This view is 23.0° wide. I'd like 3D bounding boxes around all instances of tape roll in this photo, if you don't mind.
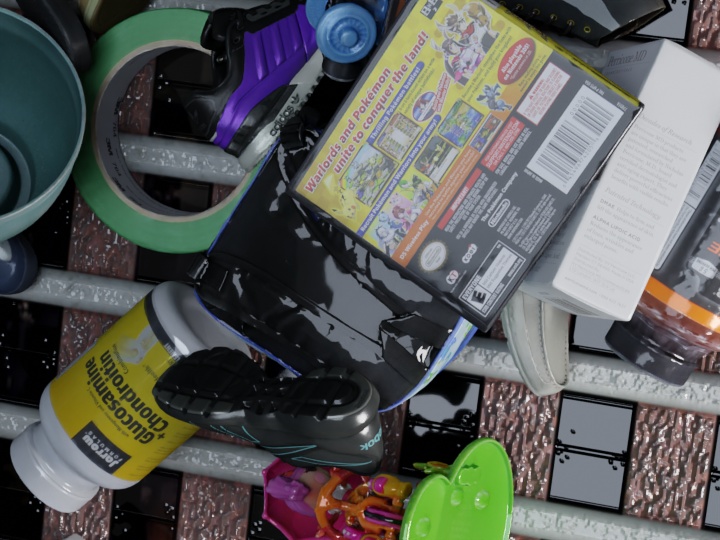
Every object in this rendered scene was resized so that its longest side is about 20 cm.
[{"bbox_3d":[-0.145,-0.116,1.462,0.200,0.048,0.201,2,96,15],"label":"tape roll"}]

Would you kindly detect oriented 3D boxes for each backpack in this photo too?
[{"bbox_3d":[0.000,0.000,1.381,0.200,0.147,0.183,38,106,12],"label":"backpack"}]

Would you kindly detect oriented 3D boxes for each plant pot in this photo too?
[{"bbox_3d":[-0.325,-0.098,1.434,0.200,0.134,0.200,4,65,-8],"label":"plant pot"}]

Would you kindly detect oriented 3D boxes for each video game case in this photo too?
[{"bbox_3d":[0.073,-0.087,1.268,0.181,0.026,0.200,35,105,4],"label":"video game case"}]

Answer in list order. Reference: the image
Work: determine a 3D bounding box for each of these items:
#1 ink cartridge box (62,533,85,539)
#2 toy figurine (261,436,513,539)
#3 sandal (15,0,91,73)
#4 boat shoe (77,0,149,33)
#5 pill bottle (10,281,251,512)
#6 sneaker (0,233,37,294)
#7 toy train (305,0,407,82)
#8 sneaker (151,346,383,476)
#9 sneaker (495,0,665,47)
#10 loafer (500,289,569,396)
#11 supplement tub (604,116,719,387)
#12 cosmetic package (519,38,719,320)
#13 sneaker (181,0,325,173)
[{"bbox_3d":[-0.207,0.321,1.488,0.200,0.116,0.068,41,103,9],"label":"ink cartridge box"},{"bbox_3d":[-0.002,0.188,1.396,0.184,0.200,0.150,9,86,27],"label":"toy figurine"},{"bbox_3d":[-0.263,-0.246,1.467,0.048,0.075,0.200,-24,69,-21],"label":"sandal"},{"bbox_3d":[-0.184,-0.292,1.446,0.063,0.073,0.201,30,103,23],"label":"boat shoe"},{"bbox_3d":[-0.193,0.109,1.465,0.200,0.112,0.112,-41,84,15],"label":"pill bottle"},{"bbox_3d":[-0.371,-0.040,1.514,0.200,0.082,0.070,33,103,10],"label":"sneaker"},{"bbox_3d":[0.029,-0.228,1.295,0.114,0.087,0.200,7,117,-14],"label":"toy train"},{"bbox_3d":[-0.071,0.114,1.338,0.200,0.075,0.079,9,136,32],"label":"sneaker"},{"bbox_3d":[0.128,-0.206,1.362,0.200,0.075,0.106,-23,86,15],"label":"sneaker"},{"bbox_3d":[0.146,-0.002,1.382,0.070,0.070,0.200,-6,93,24],"label":"loafer"},{"bbox_3d":[0.264,-0.014,1.330,0.107,0.107,0.200,31,103,10],"label":"supplement tub"},{"bbox_3d":[0.192,-0.066,1.313,0.074,0.102,0.200,25,84,-15],"label":"cosmetic package"},{"bbox_3d":[-0.068,-0.183,1.379,0.099,0.070,0.200,35,72,-8],"label":"sneaker"}]
